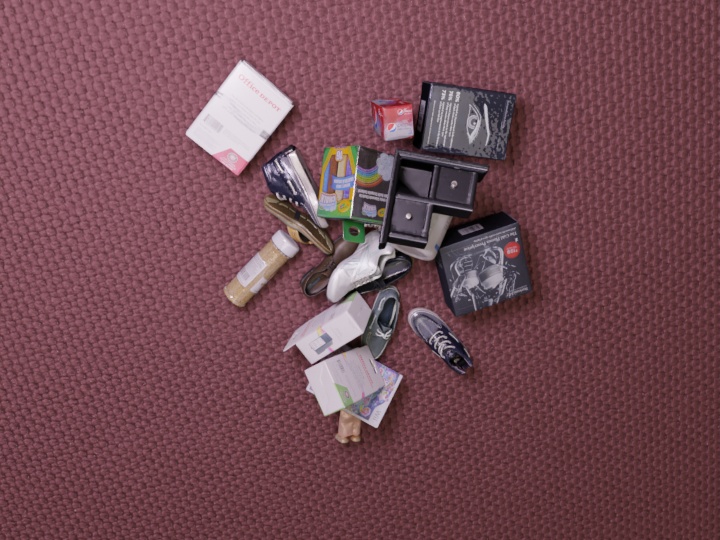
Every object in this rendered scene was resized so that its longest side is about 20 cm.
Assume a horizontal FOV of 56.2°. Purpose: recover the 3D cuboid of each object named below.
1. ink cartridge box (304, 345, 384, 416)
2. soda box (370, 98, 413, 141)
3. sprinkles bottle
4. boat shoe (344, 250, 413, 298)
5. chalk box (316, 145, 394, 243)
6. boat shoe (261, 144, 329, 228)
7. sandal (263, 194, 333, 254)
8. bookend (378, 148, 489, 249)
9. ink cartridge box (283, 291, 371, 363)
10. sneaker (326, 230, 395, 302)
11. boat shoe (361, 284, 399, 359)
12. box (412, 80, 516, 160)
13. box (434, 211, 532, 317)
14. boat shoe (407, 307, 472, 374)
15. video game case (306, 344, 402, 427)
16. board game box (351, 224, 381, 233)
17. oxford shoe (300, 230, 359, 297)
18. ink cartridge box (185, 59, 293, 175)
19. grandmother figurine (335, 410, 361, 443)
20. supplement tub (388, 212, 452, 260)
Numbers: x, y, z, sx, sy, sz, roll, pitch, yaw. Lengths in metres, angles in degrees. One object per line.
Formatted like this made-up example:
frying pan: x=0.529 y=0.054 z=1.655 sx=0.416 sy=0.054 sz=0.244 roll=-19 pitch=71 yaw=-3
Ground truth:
ink cartridge box: x=-0.032 y=0.256 z=1.595 sx=0.067 sy=0.199 sz=0.118 roll=-30 pitch=80 yaw=29
soda box: x=0.066 y=-0.327 z=1.444 sx=0.063 sy=0.200 sz=0.071 roll=-7 pitch=109 yaw=-4
sprinkles bottle: x=-0.234 y=-0.004 z=1.587 sx=0.068 sy=0.068 sz=0.200 roll=43 pitch=100 yaw=-16
boat shoe: x=0.037 y=0.012 z=1.622 sx=0.199 sy=0.062 sz=0.075 roll=-25 pitch=110 yaw=4
chalk box: x=-0.010 y=-0.163 z=1.486 sx=0.124 sy=0.123 sz=0.202 roll=7 pitch=92 yaw=-41
boat shoe: x=-0.149 y=-0.177 z=1.538 sx=0.092 sy=0.075 sz=0.201 roll=-23 pitch=102 yaw=10
sandal: x=-0.147 y=-0.100 z=1.565 sx=0.199 sy=0.081 sz=0.054 roll=34 pitch=119 yaw=-11
bookend: x=0.149 y=-0.130 z=1.406 sx=0.197 sy=0.092 sz=0.202 roll=11 pitch=83 yaw=2
ink cartridge box: x=-0.078 y=0.144 z=1.599 sx=0.199 sy=0.117 sz=0.067 roll=-33 pitch=103 yaw=23
sneaker: x=0.000 y=0.000 z=1.558 sx=0.080 sy=0.070 sz=0.201 roll=38 pitch=83 yaw=25
boat shoe: x=0.050 y=0.136 z=1.661 sx=0.072 sy=0.062 sz=0.202 roll=13 pitch=106 yaw=-11
box: x=0.230 y=-0.335 z=1.508 sx=0.198 sy=0.104 sz=0.149 roll=7 pitch=107 yaw=-8
box: x=0.285 y=-0.016 z=1.605 sx=0.198 sy=0.104 sz=0.183 roll=-19 pitch=112 yaw=-3
boat shoe: x=0.202 y=0.175 z=1.672 sx=0.200 sy=0.093 sz=0.075 roll=39 pitch=100 yaw=-16
video game case: x=-0.015 y=0.277 z=1.667 sx=0.199 sy=0.018 sz=0.144 roll=28 pitch=80 yaw=3
board game box: x=0.080 y=-0.121 z=1.606 sx=0.198 sy=0.019 sz=0.104 roll=17 pitch=106 yaw=-10
oxford shoe: x=-0.061 y=-0.008 z=1.595 sx=0.073 sy=0.084 sz=0.200 roll=39 pitch=98 yaw=-14
ink cartridge box: x=-0.260 y=-0.335 z=1.472 sx=0.145 sy=0.085 sz=0.200 roll=38 pitch=102 yaw=-15
grandmother figurine: x=-0.027 y=0.338 z=1.724 sx=0.120 sy=0.060 sz=0.202 roll=-3 pitch=107 yaw=-34
supplement tub: x=0.145 y=-0.136 z=1.520 sx=0.131 sy=0.132 sz=0.201 roll=27 pitch=82 yaw=-13
